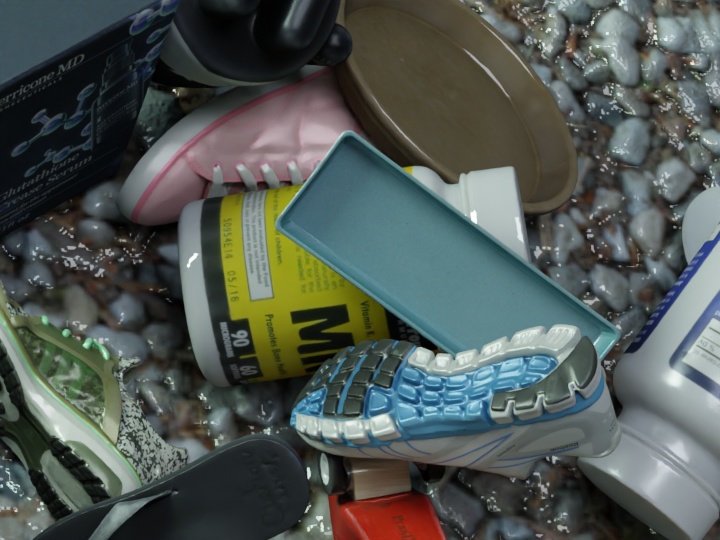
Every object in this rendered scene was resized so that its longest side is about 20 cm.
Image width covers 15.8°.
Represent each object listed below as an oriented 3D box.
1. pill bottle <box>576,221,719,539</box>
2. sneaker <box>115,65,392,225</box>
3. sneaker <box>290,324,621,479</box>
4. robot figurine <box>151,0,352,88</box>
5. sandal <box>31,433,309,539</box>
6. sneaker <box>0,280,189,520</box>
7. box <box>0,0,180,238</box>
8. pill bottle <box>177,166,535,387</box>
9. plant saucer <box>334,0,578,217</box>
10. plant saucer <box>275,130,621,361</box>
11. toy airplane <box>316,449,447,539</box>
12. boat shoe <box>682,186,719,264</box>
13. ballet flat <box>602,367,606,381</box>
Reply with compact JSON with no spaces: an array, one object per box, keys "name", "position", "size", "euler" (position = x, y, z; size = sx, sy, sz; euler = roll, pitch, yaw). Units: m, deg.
[{"name":"pill bottle","position":[0.226,0.064,1.592],"size":[0.120,0.120,0.200],"euler":[37,82,2]},{"name":"sneaker","position":[-0.049,-0.061,1.607],"size":[0.200,0.075,0.105],"euler":[-30,71,-35]},{"name":"sneaker","position":[0.054,0.088,1.450],"size":[0.087,0.200,0.075],"euler":[57,43,-38]},{"name":"robot figurine","position":[-0.089,-0.173,1.552],"size":[0.125,0.200,0.150],"euler":[-29,106,-26]},{"name":"sandal","position":[-0.121,0.155,1.429],"size":[0.200,0.043,0.076],"euler":[-35,98,3]},{"name":"sneaker","position":[-0.173,0.064,1.507],"size":[0.089,0.077,0.200],"euler":[-31,84,-41]},{"name":"box","position":[-0.208,-0.114,1.501],"size":[0.148,0.200,0.107],"euler":[-32,74,-30]},{"name":"pill bottle","position":[0.000,0.000,1.529],"size":[0.200,0.114,0.114],"euler":[-9,64,5]},{"name":"plant saucer","position":[0.056,-0.109,1.658],"size":[0.200,0.029,0.200],"euler":[30,35,-24]},{"name":"plant saucer","position":[0.049,0.004,1.462],"size":[0.200,0.019,0.070],"euler":[36,96,-14]},{"name":"toy airplane","position":[0.031,0.198,1.461],"size":[0.200,0.141,0.199],"euler":[18,33,22]},{"name":"boat shoe","position":[0.282,0.030,1.694],"size":[0.200,0.069,0.057],"euler":[55,14,25]},{"name":"ballet flat","position":[0.062,0.037,1.604],"size":[0.200,0.062,0.068],"euler":[23,57,-7]}]
